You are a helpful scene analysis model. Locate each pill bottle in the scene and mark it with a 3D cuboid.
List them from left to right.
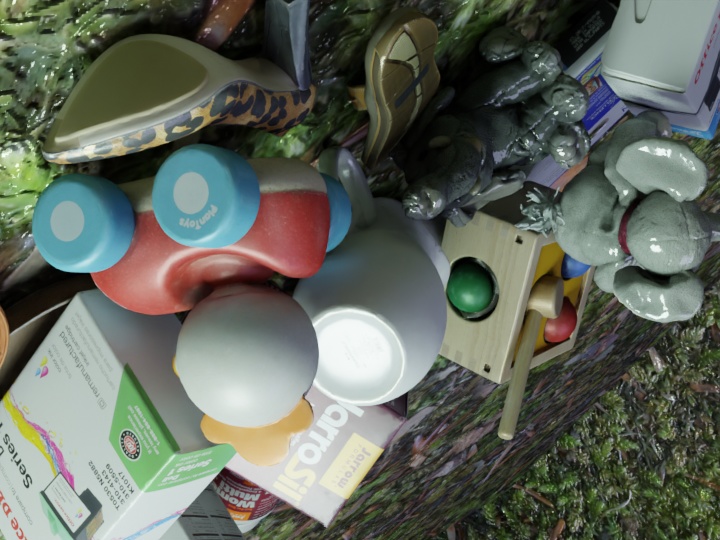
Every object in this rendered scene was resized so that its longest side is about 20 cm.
[{"bbox_3d":[-0.135,0.231,1.285,0.109,0.110,0.201,-24,156,-33],"label":"pill bottle"}]

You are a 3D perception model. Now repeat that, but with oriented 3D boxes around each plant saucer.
[{"bbox_3d":[-0.239,0.065,0.859,0.199,0.035,0.201,-33,158,-15],"label":"plant saucer"}]

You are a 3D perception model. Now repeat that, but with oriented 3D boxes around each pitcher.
[{"bbox_3d":[0.000,0.000,0.862,0.121,0.172,0.200,-26,-163,22],"label":"pitcher"}]

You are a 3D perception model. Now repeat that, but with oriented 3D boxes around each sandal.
[{"bbox_3d":[0.018,-0.143,0.817,0.080,0.054,0.200,-49,167,-12],"label":"sandal"}]

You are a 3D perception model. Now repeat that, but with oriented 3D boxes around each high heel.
[{"bbox_3d":[-0.106,-0.092,0.692,0.199,0.071,0.143,-37,158,-22],"label":"high heel"}]

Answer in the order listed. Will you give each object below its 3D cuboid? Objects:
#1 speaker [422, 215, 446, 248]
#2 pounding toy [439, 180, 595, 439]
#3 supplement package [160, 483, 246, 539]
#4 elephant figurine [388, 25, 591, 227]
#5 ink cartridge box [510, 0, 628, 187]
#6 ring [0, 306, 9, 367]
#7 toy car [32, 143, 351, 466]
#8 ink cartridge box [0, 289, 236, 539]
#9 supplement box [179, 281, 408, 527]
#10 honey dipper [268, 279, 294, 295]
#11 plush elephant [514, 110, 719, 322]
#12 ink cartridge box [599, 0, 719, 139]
[{"bbox_3d":[0.046,-0.027,1.082,0.081,0.081,0.199,-49,157,27],"label":"speaker"},{"bbox_3d":[0.156,0.031,1.075,0.199,0.141,0.186,-17,124,-51],"label":"pounding toy"},{"bbox_3d":[-0.222,0.265,1.073,0.151,0.201,0.151,-38,160,3],"label":"supplement package"},{"bbox_3d":[0.085,-0.103,0.920,0.200,0.141,0.156,-40,146,-13],"label":"elephant figurine"},{"bbox_3d":[0.208,-0.166,1.117,0.198,0.047,0.200,-45,161,12],"label":"ink cartridge box"},{"bbox_3d":[-0.323,0.072,0.699,0.199,0.019,0.201,-24,149,-15],"label":"ring"},{"bbox_3d":[-0.096,0.034,0.728,0.175,0.202,0.184,-10,175,20],"label":"toy car"},{"bbox_3d":[-0.196,0.132,0.816,0.200,0.145,0.084,-48,157,28],"label":"ink cartridge box"},{"bbox_3d":[-0.074,0.102,0.929,0.131,0.199,0.103,-56,-171,18],"label":"supplement box"},{"bbox_3d":[-0.040,0.025,1.048,0.199,0.038,0.038,-3,142,-38],"label":"honey dipper"},{"bbox_3d":[0.257,-0.044,0.960,0.199,0.154,0.166,-12,114,-41],"label":"plush elephant"},{"bbox_3d":[0.304,-0.220,1.022,0.200,0.083,0.146,12,97,-65],"label":"ink cartridge box"}]
